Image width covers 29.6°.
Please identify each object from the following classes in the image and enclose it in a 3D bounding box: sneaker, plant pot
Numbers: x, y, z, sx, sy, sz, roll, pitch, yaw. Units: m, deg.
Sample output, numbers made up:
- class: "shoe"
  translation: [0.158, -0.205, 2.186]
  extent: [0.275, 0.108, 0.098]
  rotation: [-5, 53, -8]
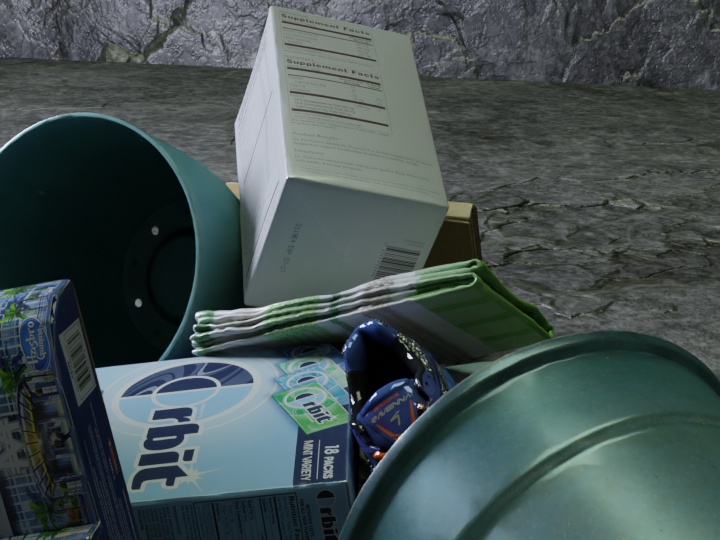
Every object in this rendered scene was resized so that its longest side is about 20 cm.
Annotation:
- class: "sneaker"
  translation: [0.029, 0.098, 0.715]
  extent: [0.075, 0.079, 0.200]
  rotation: [-35, 35, 3]
- class: "plant pot"
  translation: [-0.162, 0.000, 0.986]
  extent: [0.199, 0.202, 0.161]
  rotation: [9, -1, 24]
- class: "plant pot"
  translation: [0.115, 0.153, 0.477]
  extent: [0.199, 0.201, 0.196]
  rotation: [-5, 25, -24]

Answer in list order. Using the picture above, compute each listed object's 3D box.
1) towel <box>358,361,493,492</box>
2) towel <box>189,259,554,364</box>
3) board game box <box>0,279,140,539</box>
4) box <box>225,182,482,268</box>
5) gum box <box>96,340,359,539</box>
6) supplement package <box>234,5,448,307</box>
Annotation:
- class: "towel"
  translation: [0.073, 0.113, 0.866]
  extent: [0.199, 0.048, 0.171]
  rotation: [-6, 20, -27]
- class: "towel"
  translation: [0.009, 0.037, 0.881]
  extent: [0.199, 0.031, 0.149]
  rotation: [-13, -20, 22]
- class: "board game box"
  translation: [-0.202, 0.122, 0.595]
  extent: [0.199, 0.201, 0.062]
  rotation: [-11, 13, 8]
- class: "box"
  translation: [0.000, 0.000, 1.086]
  extent: [0.199, 0.164, 0.021]
  rotation: [6, 51, 16]
- class: "gum box"
  translation: [-0.100, 0.104, 0.784]
  extent: [0.199, 0.045, 0.170]
  rotation: [-6, 22, 4]
- class: "supplement package"
  translation: [-0.020, -0.076, 0.943]
  extent: [0.109, 0.114, 0.201]
  rotation: [10, 41, -16]
